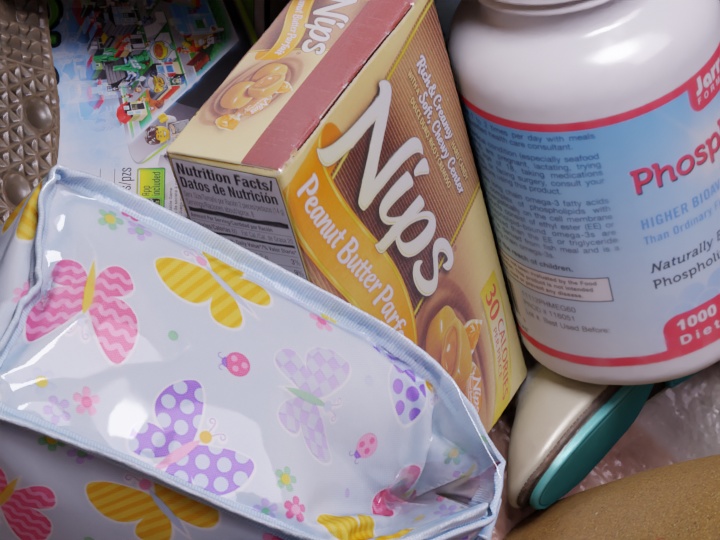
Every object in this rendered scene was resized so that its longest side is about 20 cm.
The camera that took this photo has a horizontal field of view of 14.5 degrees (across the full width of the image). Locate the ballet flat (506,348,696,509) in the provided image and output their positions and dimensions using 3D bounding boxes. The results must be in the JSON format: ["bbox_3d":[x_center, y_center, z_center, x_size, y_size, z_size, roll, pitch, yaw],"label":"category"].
[{"bbox_3d":[0.111,0.034,1.214,0.200,0.069,0.070,-33,86,-39],"label":"ballet flat"}]

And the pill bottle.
[{"bbox_3d":[0.095,-0.061,1.114,0.109,0.108,0.201,-50,137,-37],"label":"pill bottle"}]

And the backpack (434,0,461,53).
[{"bbox_3d":[0.074,-0.155,1.219,0.178,0.150,0.200,44,66,-22],"label":"backpack"}]

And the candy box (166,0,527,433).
[{"bbox_3d":[0.000,0.000,1.088,0.116,0.055,0.201,-54,141,-38],"label":"candy box"}]

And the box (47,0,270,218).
[{"bbox_3d":[-0.090,-0.095,1.135,0.109,0.035,0.201,-2,64,1],"label":"box"}]

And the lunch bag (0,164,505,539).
[{"bbox_3d":[-0.067,0.079,1.010,0.199,0.170,0.128,26,55,-19],"label":"lunch bag"}]

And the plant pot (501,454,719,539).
[{"bbox_3d":[0.166,0.145,1.100,0.185,0.200,0.187,13,62,-25],"label":"plant pot"}]

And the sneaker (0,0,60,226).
[{"bbox_3d":[-0.163,-0.077,1.091,0.070,0.075,0.201,26,54,-38],"label":"sneaker"}]
